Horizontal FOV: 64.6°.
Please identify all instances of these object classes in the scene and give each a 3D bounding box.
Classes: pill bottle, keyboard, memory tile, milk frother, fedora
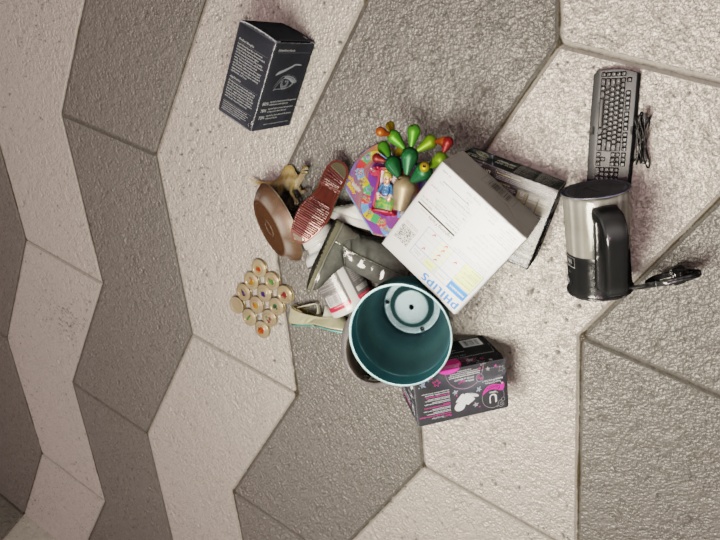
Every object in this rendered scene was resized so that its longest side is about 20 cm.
[{"bbox_3d":[-0.060,-0.002,1.326,0.110,0.110,0.203,-24,95,34],"label":"pill bottle"},{"bbox_3d":[0.447,-0.241,0.983,0.102,0.040,0.204,6,111,29],"label":"keyboard"},{"bbox_3d":[-0.270,0.078,1.535,0.153,0.017,0.201,44,124,10],"label":"memory tile"},{"bbox_3d":[0.466,-0.055,0.988,0.196,0.181,0.192,-15,111,-7],"label":"milk frother"},{"bbox_3d":[0.045,0.173,1.339,0.174,0.090,0.204,18,110,22],"label":"fedora"}]

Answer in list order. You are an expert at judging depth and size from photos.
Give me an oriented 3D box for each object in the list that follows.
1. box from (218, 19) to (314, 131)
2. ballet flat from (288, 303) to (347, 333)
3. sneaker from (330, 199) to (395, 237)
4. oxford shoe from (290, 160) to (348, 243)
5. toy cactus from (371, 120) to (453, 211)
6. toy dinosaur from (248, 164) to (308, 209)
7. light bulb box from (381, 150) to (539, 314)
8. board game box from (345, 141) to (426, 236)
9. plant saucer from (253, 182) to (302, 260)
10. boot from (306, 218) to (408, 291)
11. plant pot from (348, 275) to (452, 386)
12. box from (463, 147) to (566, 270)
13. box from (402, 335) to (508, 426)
[{"bbox_3d":[-0.203,-0.421,1.235,0.104,0.148,0.202,33,120,16],"label":"box"},{"bbox_3d":[-0.098,0.116,1.425,0.197,0.069,0.071,4,110,30],"label":"ballet flat"},{"bbox_3d":[0.008,-0.132,1.276,0.197,0.073,0.086,17,89,28],"label":"sneaker"},{"bbox_3d":[-0.087,-0.148,1.273,0.070,0.075,0.202,34,92,-3],"label":"oxford shoe"},{"bbox_3d":[0.089,-0.199,1.101,0.198,0.101,0.168,19,105,40],"label":"toy cactus"},{"bbox_3d":[-0.181,-0.200,1.371,0.197,0.058,0.103,-7,88,37],"label":"toy dinosaur"},{"bbox_3d":[0.181,-0.071,1.044,0.198,0.124,0.201,44,123,8],"label":"light bulb box"},{"bbox_3d":[0.050,-0.174,1.193,0.157,0.039,0.202,-35,73,16],"label":"board game box"},{"bbox_3d":[-0.204,-0.107,1.354,0.201,0.036,0.202,47,154,31],"label":"plant saucer"},{"bbox_3d":[0.000,0.001,1.250,0.198,0.073,0.184,28,91,-14],"label":"boot"},{"bbox_3d":[0.091,0.098,1.147,0.196,0.188,0.204,3,106,11],"label":"plant pot"},{"bbox_3d":[0.268,-0.123,1.103,0.197,0.086,0.166,25,119,20],"label":"box"},{"bbox_3d":[0.192,0.229,1.199,0.196,0.132,0.117,-9,107,-8],"label":"box"}]
